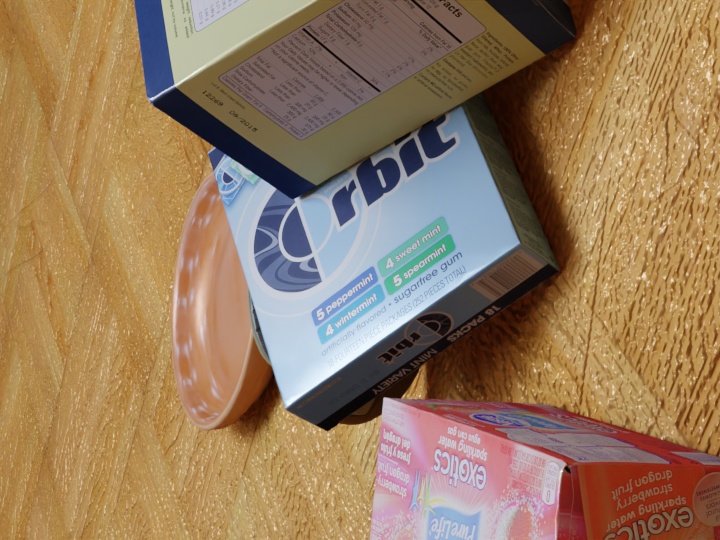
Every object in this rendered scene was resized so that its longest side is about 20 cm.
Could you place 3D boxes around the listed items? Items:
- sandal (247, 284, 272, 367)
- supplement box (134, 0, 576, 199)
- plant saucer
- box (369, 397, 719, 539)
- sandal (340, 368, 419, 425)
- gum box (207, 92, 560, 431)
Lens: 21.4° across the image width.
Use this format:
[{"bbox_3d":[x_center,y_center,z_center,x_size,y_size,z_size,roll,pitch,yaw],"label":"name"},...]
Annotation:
[{"bbox_3d":[-0.040,-0.014,1.302,0.057,0.079,0.202,97,170,-53],"label":"sandal"},{"bbox_3d":[-0.013,-0.188,1.074,0.199,0.134,0.201,-28,54,24],"label":"supplement box"},{"bbox_3d":[-0.099,0.023,1.462,0.200,0.037,0.201,-175,90,-67],"label":"plant saucer"},{"bbox_3d":[0.089,0.122,0.926,0.200,0.102,0.095,-169,84,-66],"label":"box"},{"bbox_3d":[0.000,0.000,1.180,0.054,0.080,0.201,-19,62,50],"label":"sandal"},{"bbox_3d":[0.006,-0.036,1.104,0.170,0.044,0.201,-35,50,21],"label":"gum box"}]
